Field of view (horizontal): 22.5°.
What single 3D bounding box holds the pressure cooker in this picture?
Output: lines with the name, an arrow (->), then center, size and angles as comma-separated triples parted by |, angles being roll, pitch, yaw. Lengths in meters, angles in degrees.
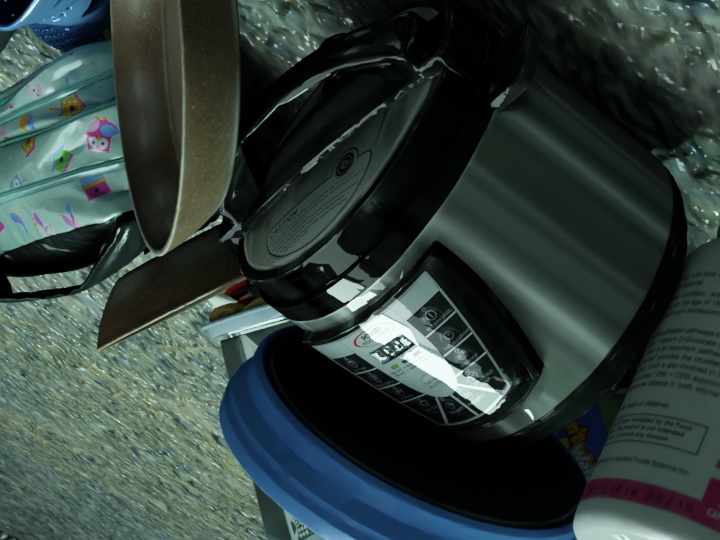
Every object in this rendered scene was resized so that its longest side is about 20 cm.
pressure cooker -> 0.034, -0.030, 0.874 | 0.200, 0.176, 0.179 | 36, 178, -22

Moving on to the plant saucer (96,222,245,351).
plant saucer -> -0.080, -0.009, 1.116 | 0.037, 0.199, 0.200 | 64, 157, 0

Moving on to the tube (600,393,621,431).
tube -> 0.204, 0.135, 1.164 | 0.200, 0.058, 0.052 | 39, 150, 30

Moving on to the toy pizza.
toy pizza -> 0.000, 0.000, 1.063 | 0.199, 0.032, 0.200 | -15, 178, -1

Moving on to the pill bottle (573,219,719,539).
pill bottle -> 0.187, 0.055, 0.844 | 0.113, 0.201, 0.113 | 23, 162, 8

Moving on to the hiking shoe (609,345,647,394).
hiking shoe -> 0.226, 0.045, 1.002 | 0.199, 0.075, 0.087 | 10, -176, 27

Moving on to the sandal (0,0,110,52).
sandal -> -0.175, -0.162, 0.949 | 0.079, 0.088, 0.200 | 23, 163, 7

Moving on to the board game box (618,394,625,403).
board game box -> 0.254, 0.142, 1.093 | 0.199, 0.047, 0.151 | 34, -159, -21

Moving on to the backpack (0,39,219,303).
backpack -> -0.152, -0.063, 1.064 | 0.200, 0.166, 0.127 | -15, 99, 59

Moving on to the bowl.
bowl -> 0.027, 0.091, 0.920 | 0.199, 0.040, 0.201 | 23, -161, -9

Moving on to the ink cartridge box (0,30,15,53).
ink cartridge box -> -0.286, -0.196, 1.010 | 0.144, 0.084, 0.200 | 22, 161, 15

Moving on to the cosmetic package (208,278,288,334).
cosmetic package -> 0.005, 0.032, 1.230 | 0.199, 0.072, 0.102 | 16, 160, 31

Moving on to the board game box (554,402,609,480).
board game box -> 0.137, 0.145, 1.084 | 0.044, 0.135, 0.201 | -16, 140, 4

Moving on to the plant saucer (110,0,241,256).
plant saucer -> -0.089, -0.109, 0.866 | 0.034, 0.202, 0.200 | -5, 168, -16

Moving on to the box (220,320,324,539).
box -> 0.009, 0.097, 1.102 | 0.050, 0.159, 0.199 | -11, 177, -45
